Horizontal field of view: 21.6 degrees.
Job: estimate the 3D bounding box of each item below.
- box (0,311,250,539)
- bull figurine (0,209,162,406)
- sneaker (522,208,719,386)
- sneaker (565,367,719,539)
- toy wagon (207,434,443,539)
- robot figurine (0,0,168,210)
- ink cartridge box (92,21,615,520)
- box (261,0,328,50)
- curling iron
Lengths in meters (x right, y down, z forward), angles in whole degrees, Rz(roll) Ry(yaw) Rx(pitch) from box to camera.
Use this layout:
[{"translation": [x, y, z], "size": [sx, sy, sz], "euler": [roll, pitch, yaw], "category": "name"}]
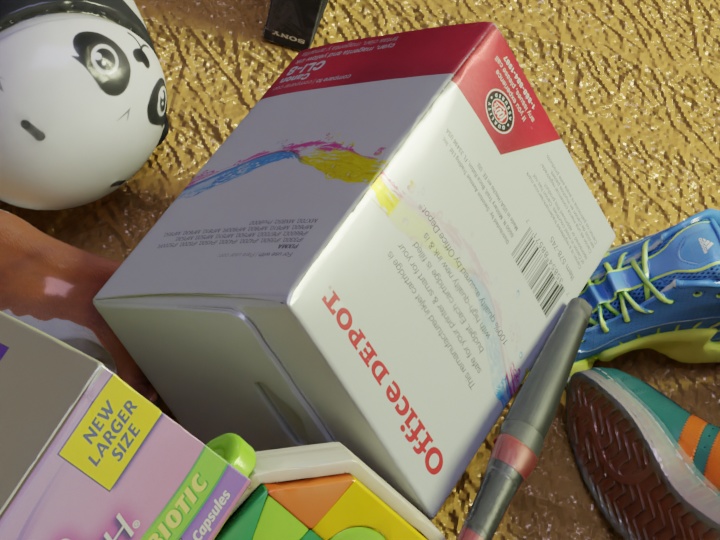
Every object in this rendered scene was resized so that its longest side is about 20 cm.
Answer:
[{"translation": [-0.176, 0.110, 0.800], "size": [0.200, 0.097, 0.176], "euler": [18, 71, 50], "category": "box"}, {"translation": [-0.178, 0.021, 0.967], "size": [0.199, 0.065, 0.122], "euler": [17, 63, 8], "category": "bull figurine"}, {"translation": [0.142, 0.004, 1.014], "size": [0.199, 0.105, 0.076], "euler": [-7, 59, -15], "category": "sneaker"}, {"translation": [0.183, 0.113, 0.958], "size": [0.080, 0.072, 0.200], "euler": [-14, 41, -28], "category": "sneaker"}, {"translation": [-0.051, 0.174, 0.844], "size": [0.200, 0.040, 0.155], "euler": [-48, 116, -3], "category": "toy wagon"}, {"translation": [-0.178, -0.126, 1.018], "size": [0.150, 0.125, 0.200], "euler": [-11, 51, -22], "category": "robot figurine"}, {"translation": [0.000, 0.000, 0.935], "size": [0.144, 0.146, 0.200], "euler": [-1, 41, 44], "category": "ink cartridge box"}, {"translation": [-0.006, -0.249, 1.128], "size": [0.036, 0.143, 0.200], "euler": [20, 57, 1], "category": "box"}, {"translation": [0.073, 0.092, 0.883], "size": [0.025, 0.050, 0.200], "euler": [0, 50, 28], "category": "curling iron"}]
